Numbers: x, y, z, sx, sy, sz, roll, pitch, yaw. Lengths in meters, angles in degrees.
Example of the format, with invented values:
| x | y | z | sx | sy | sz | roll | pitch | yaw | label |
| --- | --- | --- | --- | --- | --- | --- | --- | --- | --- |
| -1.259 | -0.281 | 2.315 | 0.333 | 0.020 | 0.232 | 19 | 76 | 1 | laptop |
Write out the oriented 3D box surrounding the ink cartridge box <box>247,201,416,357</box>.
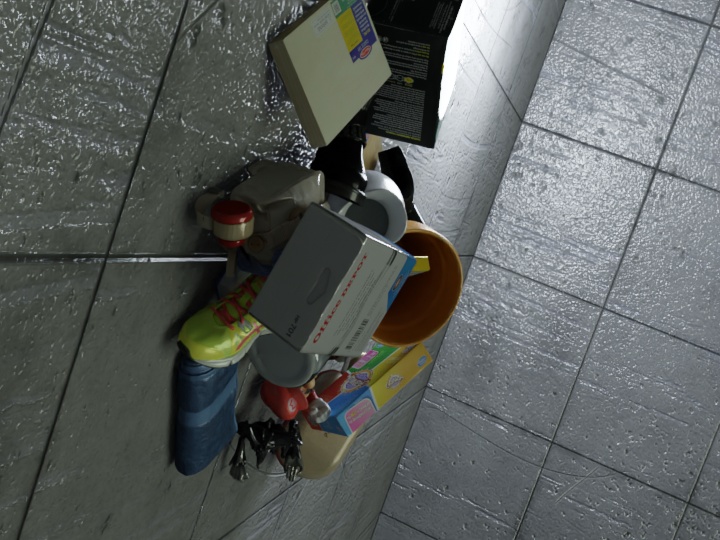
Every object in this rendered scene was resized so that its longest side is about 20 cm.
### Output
| x | y | z | sx | sy | sz | roll | pitch | yaw | label |
| --- | --- | --- | --- | --- | --- | --- | --- | --- | --- |
| -0.026 | 0.017 | 1.051 | 0.148 | 0.085 | 0.199 | -58 | 159 | 4 | ink cartridge box |

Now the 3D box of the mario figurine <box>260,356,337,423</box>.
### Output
| x | y | z | sx | sy | sz | roll | pitch | yaw | label |
| --- | --- | --- | --- | --- | --- | --- | --- | --- | --- |
| -0.083 | 0.160 | 1.441 | 0.201 | 0.121 | 0.107 | -60 | 174 | -52 | mario figurine |

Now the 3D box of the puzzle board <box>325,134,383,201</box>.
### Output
| x | y | z | sx | sy | sz | roll | pitch | yaw | label |
| --- | --- | --- | --- | --- | --- | --- | --- | --- | --- |
| -0.016 | -0.152 | 1.460 | 0.151 | 0.017 | 0.203 | 71 | 41 | -67 | puzzle board |

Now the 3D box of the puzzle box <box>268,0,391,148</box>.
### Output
| x | y | z | sx | sy | sz | roll | pitch | yaw | label |
| --- | --- | --- | --- | --- | --- | --- | --- | --- | --- |
| -0.031 | -0.256 | 1.098 | 0.201 | 0.025 | 0.135 | -54 | 128 | -46 | puzzle box |

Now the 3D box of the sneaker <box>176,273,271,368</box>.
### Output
| x | y | z | sx | sy | sz | roll | pitch | yaw | label |
| --- | --- | --- | --- | --- | --- | --- | --- | --- | --- |
| -0.136 | 0.042 | 1.077 | 0.198 | 0.078 | 0.091 | -29 | 152 | -41 | sneaker |

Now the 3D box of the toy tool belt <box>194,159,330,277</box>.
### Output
| x | y | z | sx | sy | sz | roll | pitch | yaw | label |
| --- | --- | --- | --- | --- | --- | --- | --- | --- | --- |
| -0.110 | -0.041 | 1.046 | 0.200 | 0.122 | 0.125 | -45 | 145 | -57 | toy tool belt |

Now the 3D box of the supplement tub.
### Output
| x | y | z | sx | sy | sz | roll | pitch | yaw | label |
| --- | --- | --- | --- | --- | --- | --- | --- | --- | --- |
| -0.077 | 0.073 | 1.332 | 0.200 | 0.120 | 0.125 | -49 | 157 | -55 | supplement tub |

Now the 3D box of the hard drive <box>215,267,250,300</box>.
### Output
| x | y | z | sx | sy | sz | roll | pitch | yaw | label |
| --- | --- | --- | --- | --- | --- | --- | --- | --- | --- |
| -0.127 | -0.020 | 1.202 | 0.133 | 0.025 | 0.202 | 90 | 25 | -56 | hard drive |

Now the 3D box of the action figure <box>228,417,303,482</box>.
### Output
| x | y | z | sx | sy | sz | roll | pitch | yaw | label |
| --- | --- | --- | --- | --- | --- | --- | --- | --- | --- |
| -0.141 | 0.280 | 1.401 | 0.200 | 0.116 | 0.105 | 56 | 39 | -81 | action figure |

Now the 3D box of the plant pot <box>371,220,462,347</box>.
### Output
| x | y | z | sx | sy | sz | roll | pitch | yaw | label |
| --- | --- | --- | --- | --- | --- | --- | --- | --- | --- |
| 0.047 | -0.001 | 1.520 | 0.183 | 0.196 | 0.204 | 44 | -61 | 61 | plant pot |

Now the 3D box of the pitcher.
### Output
| x | y | z | sx | sy | sz | roll | pitch | yaw | label |
| --- | --- | --- | --- | --- | --- | --- | --- | --- | --- |
| -0.014 | -0.070 | 1.317 | 0.200 | 0.169 | 0.123 | -90 | 156 | -78 | pitcher |

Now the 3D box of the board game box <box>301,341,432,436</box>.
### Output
| x | y | z | sx | sy | sz | roll | pitch | yaw | label |
| --- | --- | --- | --- | --- | --- | --- | --- | --- | --- |
| 0.009 | 0.196 | 1.520 | 0.199 | 0.041 | 0.152 | -39 | -167 | -24 | board game box |

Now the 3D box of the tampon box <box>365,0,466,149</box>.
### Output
| x | y | z | sx | sy | sz | roll | pitch | yaw | label |
| --- | --- | --- | --- | --- | --- | --- | --- | --- | --- |
| 0.076 | -0.312 | 1.313 | 0.202 | 0.123 | 0.152 | 92 | 15 | -51 | tampon box |

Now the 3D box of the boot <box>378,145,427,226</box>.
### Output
| x | y | z | sx | sy | sz | roll | pitch | yaw | label |
| --- | --- | --- | --- | --- | --- | --- | --- | --- | --- |
| 0.083 | -0.114 | 1.584 | 0.065 | 0.167 | 0.200 | -31 | 168 | -9 | boot |

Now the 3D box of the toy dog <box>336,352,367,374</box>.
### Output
| x | y | z | sx | sy | sz | roll | pitch | yaw | label |
| --- | --- | --- | --- | --- | --- | --- | --- | --- | --- |
| -0.039 | 0.128 | 1.626 | 0.095 | 0.133 | 0.202 | -21 | 146 | -8 | toy dog |

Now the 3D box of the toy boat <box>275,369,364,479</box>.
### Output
| x | y | z | sx | sy | sz | roll | pitch | yaw | label |
| --- | --- | --- | --- | --- | --- | --- | --- | --- | --- |
| -0.082 | 0.283 | 1.661 | 0.202 | 0.130 | 0.130 | -55 | -161 | -16 | toy boat |

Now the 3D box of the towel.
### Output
| x | y | z | sx | sy | sz | roll | pitch | yaw | label |
| --- | --- | --- | --- | --- | --- | --- | --- | --- | --- |
| -0.196 | 0.166 | 1.162 | 0.112 | 0.048 | 0.203 | -50 | 157 | -51 | towel |

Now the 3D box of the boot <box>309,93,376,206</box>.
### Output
| x | y | z | sx | sy | sz | roll | pitch | yaw | label |
| --- | --- | --- | --- | --- | --- | --- | --- | --- | --- |
| -0.018 | -0.183 | 1.190 | 0.211 | 0.078 | 0.161 | -121 | -131 | -70 | boot |

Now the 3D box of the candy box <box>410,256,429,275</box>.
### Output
| x | y | z | sx | sy | sz | roll | pitch | yaw | label |
| --- | --- | --- | --- | --- | --- | --- | --- | --- | --- |
| 0.000 | 0.000 | 1.288 | 0.198 | 0.101 | 0.027 | 0 | 80 | -47 | candy box |
